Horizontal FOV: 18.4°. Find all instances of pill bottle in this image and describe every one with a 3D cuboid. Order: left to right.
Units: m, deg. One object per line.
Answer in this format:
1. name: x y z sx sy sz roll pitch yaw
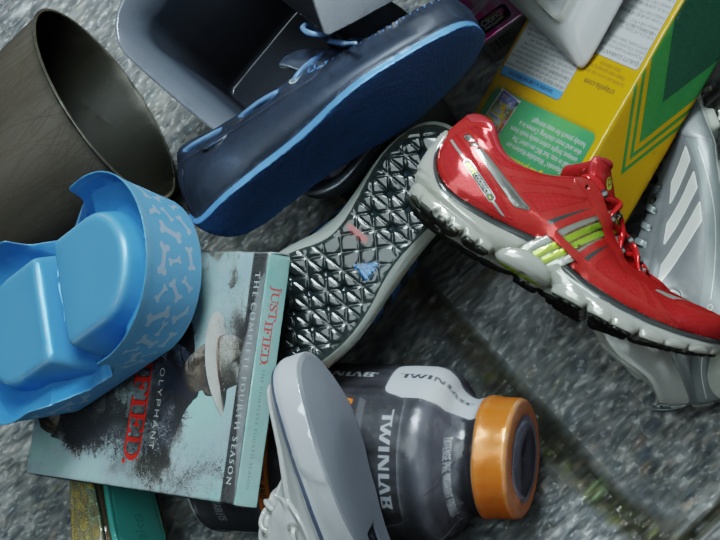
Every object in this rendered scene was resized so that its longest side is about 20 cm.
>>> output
1. pill bottle: 0.003 0.107 1.317 0.200 0.106 0.106 0 74 21

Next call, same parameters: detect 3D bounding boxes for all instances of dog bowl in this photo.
1. dog bowl: -0.163 0.020 1.299 0.200 0.050 0.112 -34 59 43

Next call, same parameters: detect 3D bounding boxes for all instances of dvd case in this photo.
1. dvd case: -0.122 0.058 1.309 0.200 0.022 0.146 3 83 45

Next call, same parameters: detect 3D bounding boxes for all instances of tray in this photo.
1. tray: 0.100 -0.217 1.336 0.200 0.022 0.107 51 124 42

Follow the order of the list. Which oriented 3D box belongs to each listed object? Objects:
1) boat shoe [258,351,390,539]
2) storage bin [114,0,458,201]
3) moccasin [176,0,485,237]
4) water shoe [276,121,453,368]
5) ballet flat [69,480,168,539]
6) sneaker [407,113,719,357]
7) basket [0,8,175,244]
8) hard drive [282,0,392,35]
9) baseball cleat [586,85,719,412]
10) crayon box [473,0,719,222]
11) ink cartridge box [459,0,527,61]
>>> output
1. boat shoe: -0.025 0.145 1.239 0.065 0.074 0.200 -13 99 20
2. storage bin: -0.028 -0.128 1.384 0.200 0.134 0.146 39 90 25
3. moccasin: -0.026 -0.100 1.258 0.200 0.080 0.068 -33 62 8
4. water shoe: 0.000 0.000 1.307 0.200 0.079 0.072 -44 77 6
5. ballet flat: -0.161 0.118 1.403 0.071 0.071 0.200 -15 68 16
6. sneaker: 0.126 -0.020 1.231 0.200 0.077 0.085 31 87 -5
7. basket: -0.240 -0.050 1.440 0.200 0.136 0.180 -37 32 13
8. hard drive: 0.034 -0.217 1.272 0.200 0.042 0.135 -32 34 -9
9. baseball cleat: 0.176 -0.017 1.305 0.106 0.070 0.200 -11 70 4
10. crayon box: 0.135 -0.103 1.326 0.200 0.052 0.126 -60 35 2
11. ink cartridge box: 0.070 -0.239 1.437 0.095 0.037 0.200 -36 63 8
